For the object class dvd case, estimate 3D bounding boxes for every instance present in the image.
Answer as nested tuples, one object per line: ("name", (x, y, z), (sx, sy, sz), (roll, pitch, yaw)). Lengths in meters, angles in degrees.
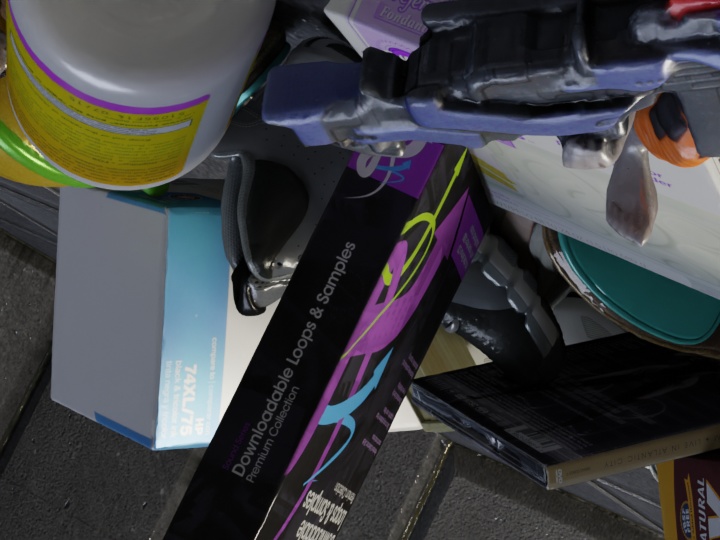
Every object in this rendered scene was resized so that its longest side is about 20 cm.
("dvd case", (0.143, 0.058, 0.932), (0.199, 0.016, 0.149), (-11, -165, -20))

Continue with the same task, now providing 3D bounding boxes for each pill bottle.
("pill bottle", (-0.097, -0.095, 0.813), (0.104, 0.105, 0.200), (27, 164, -4))

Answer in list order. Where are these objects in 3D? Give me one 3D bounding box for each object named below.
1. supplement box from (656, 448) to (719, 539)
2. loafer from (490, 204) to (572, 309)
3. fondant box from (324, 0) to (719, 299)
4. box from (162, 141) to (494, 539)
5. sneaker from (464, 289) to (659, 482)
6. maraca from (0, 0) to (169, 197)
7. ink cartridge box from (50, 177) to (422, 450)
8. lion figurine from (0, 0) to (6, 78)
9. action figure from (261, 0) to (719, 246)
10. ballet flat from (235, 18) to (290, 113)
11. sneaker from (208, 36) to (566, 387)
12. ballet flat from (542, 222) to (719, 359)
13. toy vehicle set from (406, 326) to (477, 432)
("supplement box", (0.259, 0.135, 0.832), (0.196, 0.134, 0.200), (-7, 179, -12))
("loafer", (0.086, -0.027, 0.952), (0.063, 0.072, 0.200), (42, 169, 10))
("fondant box", (0.087, -0.057, 0.710), (0.144, 0.058, 0.200), (24, 172, 24))
("box", (-0.010, 0.044, 0.751), (0.036, 0.201, 0.143), (26, 174, 14))
("sneaker", (0.145, 0.069, 1.031), (0.199, 0.076, 0.116), (7, -146, 1))
("maraca", (-0.170, -0.105, 1.085), (0.107, 0.138, 0.200), (-27, 159, 24))
("ink cartridge box", (-0.072, 0.021, 1.221), (0.199, 0.147, 0.146), (-1, -170, -34))
("lion figurine", (-0.189, -0.163, 0.927), (0.123, 0.072, 0.200), (54, 156, -2))
("action figure", (0.081, -0.070, 0.478), (0.199, 0.105, 0.194), (-1, 160, 13))
("ballet flat", (-0.085, -0.104, 0.986), (0.070, 0.071, 0.200), (27, 173, -8))
("sneaker", (0.000, 0.000, 0.907), (0.200, 0.115, 0.075), (51, 169, -10))
("ballet flat", (0.162, 0.004, 0.869), (0.199, 0.068, 0.072), (18, -172, -15))
("toy vehicle set", (0.007, -0.006, 1.049), (0.201, 0.026, 0.124), (62, 173, 1))
